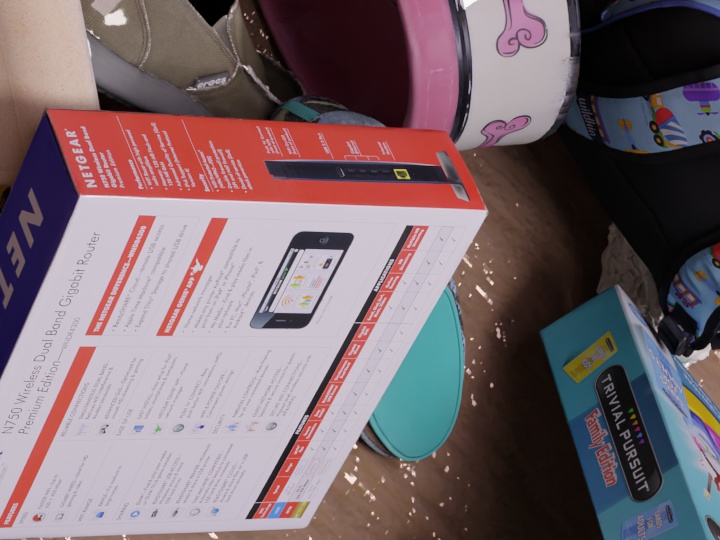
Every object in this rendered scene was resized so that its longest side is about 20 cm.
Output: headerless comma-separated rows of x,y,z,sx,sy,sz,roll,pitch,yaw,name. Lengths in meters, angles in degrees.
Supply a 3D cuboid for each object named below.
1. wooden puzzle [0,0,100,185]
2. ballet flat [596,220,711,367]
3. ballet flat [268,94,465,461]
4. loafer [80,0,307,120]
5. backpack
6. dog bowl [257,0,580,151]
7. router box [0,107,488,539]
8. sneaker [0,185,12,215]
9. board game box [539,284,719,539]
-0.204,-0.121,0.936,0.046,0.199,0.186,-72,158,-57,wooden puzzle
0.157,-0.046,1.214,0.072,0.072,0.201,4,86,-31,ballet flat
0.000,0.000,1.108,0.074,0.074,0.200,-43,140,-30,ballet flat
-0.068,-0.097,1.044,0.075,0.200,0.070,39,98,22,loafer
0.181,-0.065,1.083,0.134,0.200,0.183,-36,98,-20,backpack
0.012,-0.137,1.087,0.074,0.200,0.201,-23,93,-19,dog bowl
-0.069,0.026,1.003,0.179,0.200,0.049,2,45,-31,router box
-0.165,-0.019,1.011,0.200,0.090,0.070,-27,96,-32,sneaker
0.156,0.121,1.118,0.151,0.047,0.200,48,17,-32,board game box
